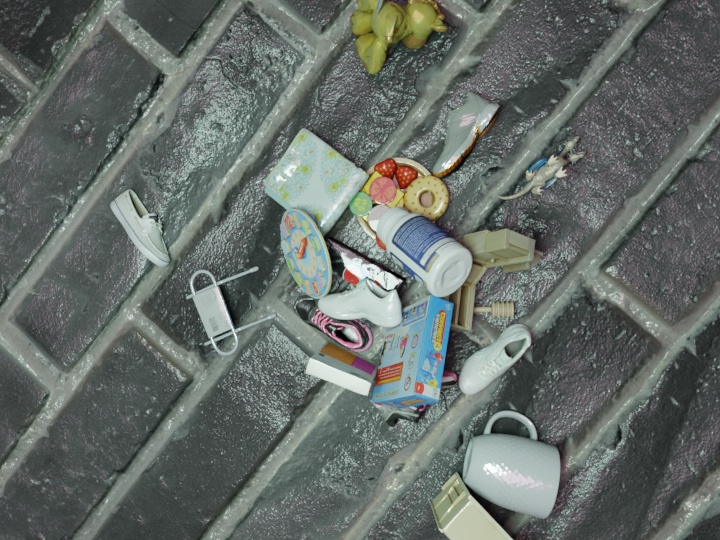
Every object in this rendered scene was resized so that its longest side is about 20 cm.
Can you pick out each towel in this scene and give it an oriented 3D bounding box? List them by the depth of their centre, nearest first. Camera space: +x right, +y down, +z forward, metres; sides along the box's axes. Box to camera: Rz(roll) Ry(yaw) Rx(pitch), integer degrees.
[{"bbox_3d":[-0.103,-0.196,1.314,0.199,0.048,0.172,39,97,19],"label":"towel"}]

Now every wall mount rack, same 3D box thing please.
[{"bbox_3d":[-0.298,0.082,1.358,0.172,0.075,0.203,-22,89,11],"label":"wall mount rack"}]

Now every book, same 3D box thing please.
[{"bbox_3d":[-0.030,0.205,1.258,0.132,0.200,0.049,20,93,7],"label":"book"}]

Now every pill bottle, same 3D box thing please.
[{"bbox_3d":[0.122,-0.045,1.198,0.111,0.111,0.200,-51,51,6],"label":"pill bottle"}]

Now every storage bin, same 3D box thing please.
[{"bbox_3d":[0.252,0.544,1.233,0.094,0.199,0.200,-45,86,-2],"label":"storage bin"}]

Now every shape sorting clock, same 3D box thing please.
[{"bbox_3d":[-0.122,-0.035,1.281,0.039,0.199,0.203,-16,89,-30],"label":"shape sorting clock"}]

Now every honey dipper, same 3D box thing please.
[{"bbox_3d":[0.235,0.087,1.304,0.197,0.038,0.039,-2,91,9],"label":"honey dipper"}]

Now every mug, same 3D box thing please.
[{"bbox_3d":[0.315,0.397,1.257,0.173,0.148,0.202,14,61,5],"label":"mug"}]

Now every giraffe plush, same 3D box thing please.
[{"bbox_3d":[0.087,-0.526,1.260,0.160,0.200,0.175,-12,86,-21],"label":"giraffe plush"}]

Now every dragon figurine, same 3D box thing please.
[{"bbox_3d":[0.389,-0.204,1.264,0.199,0.099,0.059,-39,88,26],"label":"dragon figurine"}]

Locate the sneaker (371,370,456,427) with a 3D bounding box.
[{"bbox_3d":[0.127,0.284,1.306,0.198,0.074,0.089,-24,88,12],"label":"sneaker"}]

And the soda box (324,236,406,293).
[{"bbox_3d":[0.000,0.000,1.314,0.198,0.071,0.064,29,98,6],"label":"soda box"}]

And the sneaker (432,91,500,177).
[{"bbox_3d":[0.209,-0.294,1.286,0.092,0.076,0.201,38,88,12],"label":"sneaker"}]

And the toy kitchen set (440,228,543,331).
[{"bbox_3d":[0.277,0.033,1.218,0.161,0.199,0.183,16,75,-28],"label":"toy kitchen set"}]

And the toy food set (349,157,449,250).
[{"bbox_3d":[0.081,-0.147,1.311,0.199,0.049,0.199,38,96,5],"label":"toy food set"}]

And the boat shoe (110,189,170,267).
[{"bbox_3d":[-0.496,-0.102,1.380,0.070,0.071,0.201,-39,80,9],"label":"boat shoe"}]

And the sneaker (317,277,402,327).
[{"bbox_3d":[-0.002,0.057,1.262,0.197,0.075,0.090,7,116,26],"label":"sneaker"}]

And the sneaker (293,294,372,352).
[{"bbox_3d":[-0.065,0.115,1.315,0.198,0.095,0.080,28,96,7],"label":"sneaker"}]

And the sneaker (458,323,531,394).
[{"bbox_3d":[0.287,0.193,1.279,0.070,0.080,0.200,45,98,2],"label":"sneaker"}]

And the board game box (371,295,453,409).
[{"bbox_3d":[0.103,0.172,1.211,0.055,0.200,0.199,19,68,-17],"label":"board game box"}]
